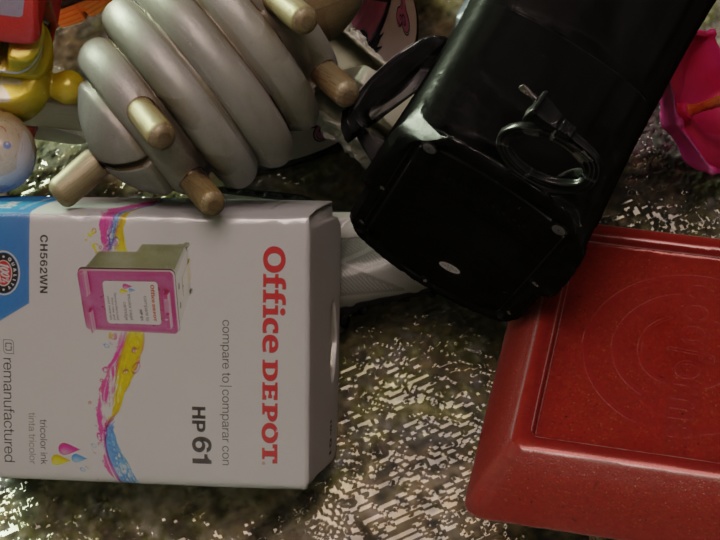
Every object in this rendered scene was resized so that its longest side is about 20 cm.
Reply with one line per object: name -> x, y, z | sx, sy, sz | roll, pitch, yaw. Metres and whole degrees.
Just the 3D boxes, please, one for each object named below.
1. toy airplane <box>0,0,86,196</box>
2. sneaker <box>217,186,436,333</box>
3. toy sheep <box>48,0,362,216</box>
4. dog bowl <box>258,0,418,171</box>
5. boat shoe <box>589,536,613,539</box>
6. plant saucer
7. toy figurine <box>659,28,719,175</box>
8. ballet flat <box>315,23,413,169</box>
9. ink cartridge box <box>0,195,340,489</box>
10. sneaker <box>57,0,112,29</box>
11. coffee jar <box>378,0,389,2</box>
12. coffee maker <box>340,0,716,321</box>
toy airplane -> -0.206, -0.098, 1.076 | 0.199, 0.199, 0.142 | -22, 49, 27
sneaker -> 0.000, 0.000, 1.068 | 0.198, 0.074, 0.080 | 6, 91, 5
toy sheep -> -0.081, -0.101, 0.976 | 0.199, 0.138, 0.138 | -36, 60, -6
dog bowl -> -0.065, -0.164, 1.165 | 0.198, 0.074, 0.202 | -4, 59, 6
boat shoe -> 0.151, 0.133, 0.945 | 0.069, 0.074, 0.202 | 8, 54, -28
plant saucer -> 0.167, 0.050, 0.953 | 0.198, 0.037, 0.201 | 8, 48, 12
toy figurine -> 0.253, -0.122, 1.049 | 0.183, 0.200, 0.151 | -35, 99, 1
ballet flat -> -0.011, -0.112, 1.062 | 0.199, 0.072, 0.072 | 35, 67, 1
ink cartridge box -> -0.114, 0.036, 1.009 | 0.198, 0.085, 0.146 | 1, 96, 8
sneaker -> -0.137, -0.206, 1.096 | 0.199, 0.077, 0.079 | -21, 45, 26
coffee jar -> 0.025, -0.259, 1.067 | 0.104, 0.085, 0.201 | 44, 112, 30
coffee maker -> 0.105, -0.097, 0.954 | 0.191, 0.135, 0.201 | -14, 41, 54
